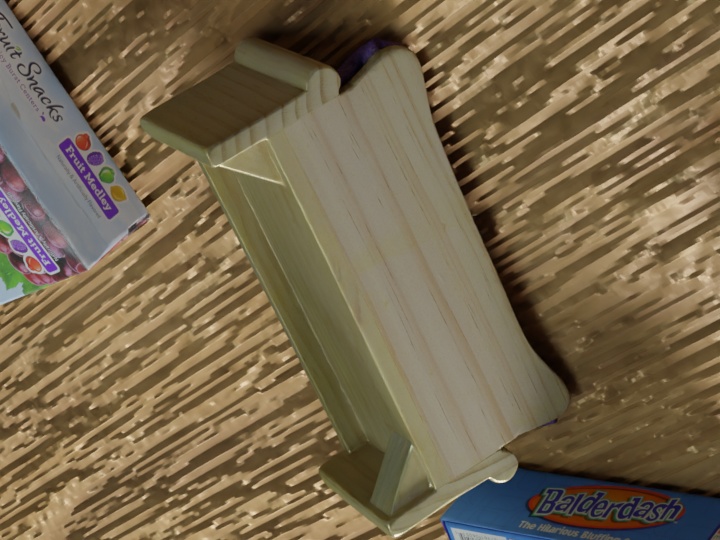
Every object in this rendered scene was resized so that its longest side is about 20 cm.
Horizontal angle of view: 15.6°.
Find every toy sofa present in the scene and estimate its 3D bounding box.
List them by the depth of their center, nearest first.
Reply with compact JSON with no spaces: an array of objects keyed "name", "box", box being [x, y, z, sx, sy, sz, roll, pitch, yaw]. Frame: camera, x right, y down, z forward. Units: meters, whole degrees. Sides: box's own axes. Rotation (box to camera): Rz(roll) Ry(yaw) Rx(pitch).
[{"name":"toy sofa","box":[0.000,0.000,1.090,0.200,0.097,0.083,64,165,-22]}]

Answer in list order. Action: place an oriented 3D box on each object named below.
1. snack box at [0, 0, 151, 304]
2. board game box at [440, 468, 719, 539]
[{"name":"snack box","box":[-0.204,-0.079,1.224,0.142,0.053,0.200,-18,109,52]},{"name":"board game box","box":[0.133,0.183,1.146,0.152,0.045,0.201,6,128,41]}]
